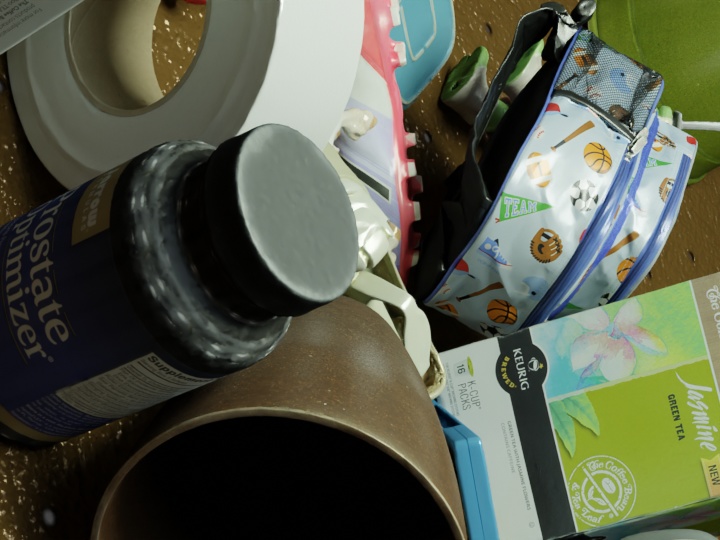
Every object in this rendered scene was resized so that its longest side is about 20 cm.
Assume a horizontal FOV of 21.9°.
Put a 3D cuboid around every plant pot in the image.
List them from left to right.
[{"bbox_3d":[-0.028,0.100,0.980,0.188,0.186,0.201,53,22,-19],"label":"plant pot"},{"bbox_3d":[0.330,-0.203,1.607,0.200,0.192,0.202,30,48,-41],"label":"plant pot"}]

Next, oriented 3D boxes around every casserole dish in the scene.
[{"bbox_3d":[0.020,-0.190,1.239,0.121,0.038,0.201,-52,142,-39],"label":"casserole dish"}]

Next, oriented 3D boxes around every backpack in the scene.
[{"bbox_3d":[0.121,-0.039,1.219,0.153,0.201,0.191,32,46,6],"label":"backpack"}]

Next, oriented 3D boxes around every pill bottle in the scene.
[{"bbox_3d":[-0.102,0.005,0.889,0.111,0.199,0.113,30,48,-41],"label":"pill bottle"}]

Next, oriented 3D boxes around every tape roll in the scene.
[{"bbox_3d":[-0.095,-0.128,0.978,0.070,0.201,0.205,6,66,-53],"label":"tape roll"}]

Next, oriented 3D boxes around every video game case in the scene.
[{"bbox_3d":[0.057,0.153,1.058,0.200,0.018,0.145,-155,-126,-84],"label":"video game case"}]

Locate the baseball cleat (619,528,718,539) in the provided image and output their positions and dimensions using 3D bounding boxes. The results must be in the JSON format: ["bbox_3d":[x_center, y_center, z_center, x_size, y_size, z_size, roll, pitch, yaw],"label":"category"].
[{"bbox_3d":[0.137,0.193,1.115,0.070,0.199,0.107,52,26,-11],"label":"baseball cleat"}]

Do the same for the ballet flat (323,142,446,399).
[{"bbox_3d":[0.000,0.000,1.070,0.201,0.069,0.070,66,30,-31],"label":"ballet flat"}]

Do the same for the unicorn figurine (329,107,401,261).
[{"bbox_3d":[-0.041,-0.038,1.109,0.137,0.073,0.201,-43,113,-44],"label":"unicorn figurine"}]

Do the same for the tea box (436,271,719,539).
[{"bbox_3d":[0.175,0.103,1.179,0.200,0.195,0.135,27,47,-66],"label":"tea box"}]

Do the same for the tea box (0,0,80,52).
[{"bbox_3d":[-0.181,-0.230,0.903,0.133,0.199,0.199,34,45,-38],"label":"tea box"}]

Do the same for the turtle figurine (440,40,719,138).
[{"bbox_3d":[0.169,-0.107,1.390,0.194,0.200,0.144,43,6,-25],"label":"turtle figurine"}]

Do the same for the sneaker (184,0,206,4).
[{"bbox_3d":[-0.059,-0.199,1.204,0.199,0.076,0.086,-12,100,-54],"label":"sneaker"}]

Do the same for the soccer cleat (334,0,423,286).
[{"bbox_3d":[-0.002,-0.083,1.196,0.067,0.076,0.202,-81,166,-69],"label":"soccer cleat"}]
